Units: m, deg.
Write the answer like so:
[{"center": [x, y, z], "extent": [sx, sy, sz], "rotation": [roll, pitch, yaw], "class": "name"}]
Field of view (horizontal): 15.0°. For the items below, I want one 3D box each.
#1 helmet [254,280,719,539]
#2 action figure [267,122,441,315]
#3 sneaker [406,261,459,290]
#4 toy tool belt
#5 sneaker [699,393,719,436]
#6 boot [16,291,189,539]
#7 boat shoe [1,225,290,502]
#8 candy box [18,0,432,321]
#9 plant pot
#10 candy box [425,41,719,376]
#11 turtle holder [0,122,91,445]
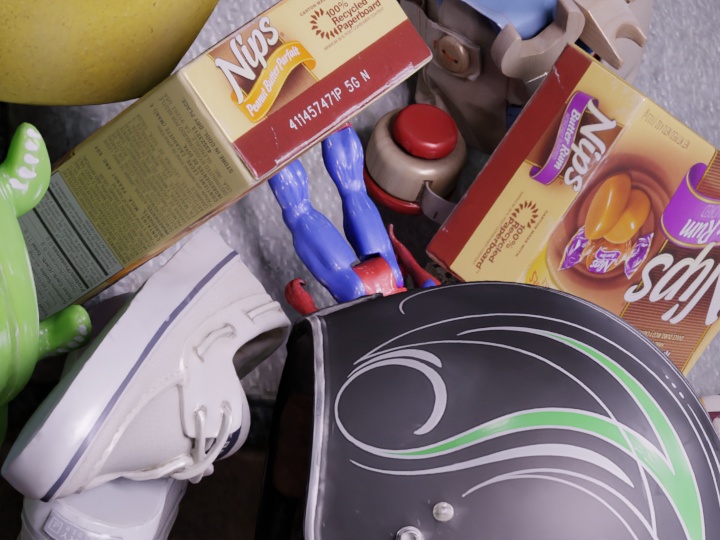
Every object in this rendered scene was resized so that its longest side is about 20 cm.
[{"center": [0.060, 0.105, 1.101], "extent": [0.189, 0.200, 0.202], "rotation": [7, 72, -9], "class": "helmet"}, {"center": [0.000, 0.000, 1.225], "extent": [0.065, 0.052, 0.201], "rotation": [-20, 71, -27], "class": "action figure"}, {"center": [0.005, 0.067, 1.249], "extent": [0.089, 0.077, 0.200], "rotation": [49, 46, -5], "class": "sneaker"}, {"center": [0.074, -0.124, 1.301], "extent": [0.125, 0.123, 0.200], "rotation": [34, 49, 13], "class": "toy tool belt"}, {"center": [0.166, 0.093, 1.361], "extent": [0.199, 0.090, 0.075], "rotation": [-14, 89, -44], "class": "sneaker"}, {"center": [-0.109, 0.089, 1.135], "extent": [0.073, 0.096, 0.200], "rotation": [27, 27, -1], "class": "boot"}, {"center": [-0.074, 0.047, 1.063], "extent": [0.070, 0.071, 0.200], "rotation": [40, 22, -1], "class": "boat shoe"}, {"center": [-0.073, -0.045, 1.104], "extent": [0.115, 0.200, 0.055], "rotation": [-37, 93, -41], "class": "candy box"}, {"center": [-0.127, -0.148, 1.113], "extent": [0.199, 0.199, 0.143], "rotation": [-12, 114, -42], "class": "plant pot"}, {"center": [0.124, -0.019, 1.297], "extent": [0.117, 0.056, 0.200], "rotation": [-55, 146, 5], "class": "candy box"}, {"center": [-0.195, 0.010, 1.046], "extent": [0.131, 0.186, 0.141], "rotation": [-28, 63, -29], "class": "turtle holder"}]
